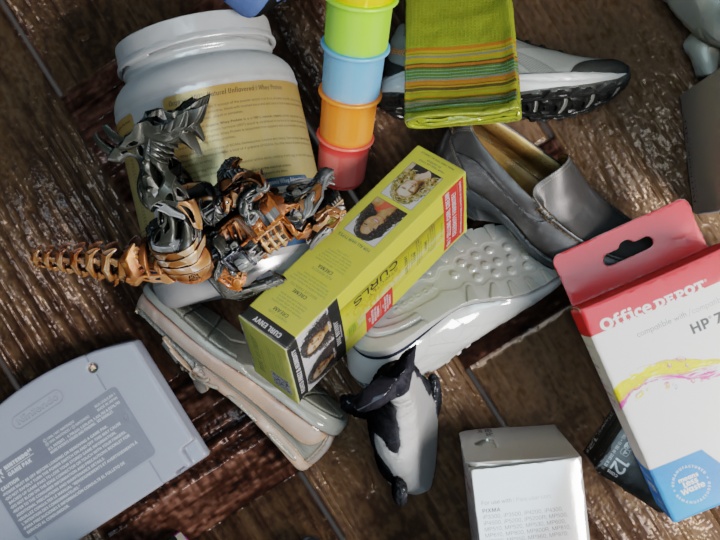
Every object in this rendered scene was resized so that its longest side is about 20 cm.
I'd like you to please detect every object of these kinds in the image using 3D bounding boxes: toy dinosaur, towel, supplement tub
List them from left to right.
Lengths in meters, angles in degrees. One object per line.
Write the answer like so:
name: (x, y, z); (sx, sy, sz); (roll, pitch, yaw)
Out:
toy dinosaur: (-0.113, -0.038, 0.664); (0.199, 0.102, 0.137); (-22, 108, -25)
supplement tub: (-0.107, -0.083, 0.779); (0.143, 0.145, 0.202); (-13, 90, 5)
towel: (0.075, -0.193, 0.776); (0.085, 0.018, 0.202); (-3, 59, 7)

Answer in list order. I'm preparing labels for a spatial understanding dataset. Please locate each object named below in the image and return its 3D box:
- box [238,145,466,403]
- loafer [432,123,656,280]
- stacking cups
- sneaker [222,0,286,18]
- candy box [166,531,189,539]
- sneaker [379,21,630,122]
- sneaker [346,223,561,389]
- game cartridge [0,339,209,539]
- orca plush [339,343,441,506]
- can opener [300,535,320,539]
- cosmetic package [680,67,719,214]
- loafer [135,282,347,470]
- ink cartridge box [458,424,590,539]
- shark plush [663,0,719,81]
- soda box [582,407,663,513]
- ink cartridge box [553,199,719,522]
box: (0.000, 0.000, 0.742); (0.050, 0.076, 0.200); (31, 60, 27)
loafer: (0.145, -0.056, 0.780); (0.199, 0.073, 0.073); (27, 137, 5)
stacking cups: (-0.005, -0.151, 0.764); (0.060, 0.061, 0.201); (10, 125, 5)
sneaker: (-0.027, -0.244, 0.768); (0.078, 0.070, 0.201); (43, 56, -18)
candy box: (-0.211, 0.308, 0.796); (0.061, 0.136, 0.200); (44, 93, 5)
sneaker: (0.114, -0.163, 0.798); (0.198, 0.074, 0.080); (3, 79, 2)
sneaker: (0.077, 0.029, 0.807); (0.198, 0.081, 0.077); (-22, 49, -11)
game cartridge: (-0.242, 0.151, 0.848); (0.199, 0.040, 0.134); (-33, 91, 4)
orca plush: (0.012, 0.116, 0.758); (0.070, 0.200, 0.106); (10, 75, 16)
can opener: (0.009, 0.301, 0.824); (0.200, 0.079, 0.063); (45, 132, 6)
cosmetic package: (0.289, -0.097, 0.718); (0.071, 0.200, 0.103); (-7, 89, 5)
loafer: (-0.106, 0.088, 0.821); (0.199, 0.072, 0.063); (35, 100, 1)
ink cartridge box: (0.128, 0.227, 0.761); (0.082, 0.147, 0.202); (-7, 91, 4)
shark plush: (0.276, -0.236, 0.806); (0.083, 0.091, 0.201); (-29, 67, -15)
soda box: (0.257, 0.083, 0.787); (0.063, 0.071, 0.201); (32, 93, 4)
ink cartridge box: (0.228, 0.059, 0.720); (0.115, 0.067, 0.201); (-24, 86, 6)
